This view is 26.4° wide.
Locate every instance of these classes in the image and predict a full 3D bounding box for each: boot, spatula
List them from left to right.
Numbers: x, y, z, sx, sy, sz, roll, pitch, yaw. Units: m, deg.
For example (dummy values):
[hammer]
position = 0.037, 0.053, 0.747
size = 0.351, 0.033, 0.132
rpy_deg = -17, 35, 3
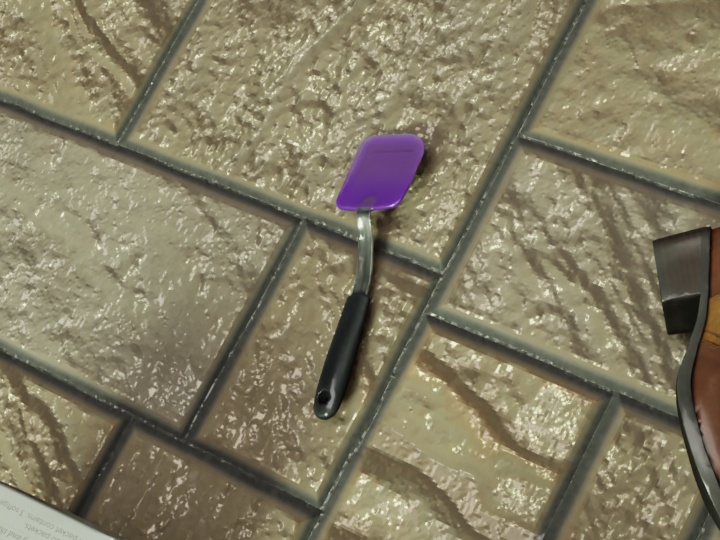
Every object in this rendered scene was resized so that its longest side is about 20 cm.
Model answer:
[spatula]
position = 0.000, 0.000, 0.982
size = 0.056, 0.021, 0.200
rpy_deg = -1, 70, 37
[boot]
position = 0.272, 0.049, 0.836
size = 0.200, 0.068, 0.188
rpy_deg = -9, 57, 12

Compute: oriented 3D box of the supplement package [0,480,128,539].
[supplement package]
position = -0.206, 0.236, 0.892
size = 0.152, 0.151, 0.200
rpy_deg = 19, 76, 28
